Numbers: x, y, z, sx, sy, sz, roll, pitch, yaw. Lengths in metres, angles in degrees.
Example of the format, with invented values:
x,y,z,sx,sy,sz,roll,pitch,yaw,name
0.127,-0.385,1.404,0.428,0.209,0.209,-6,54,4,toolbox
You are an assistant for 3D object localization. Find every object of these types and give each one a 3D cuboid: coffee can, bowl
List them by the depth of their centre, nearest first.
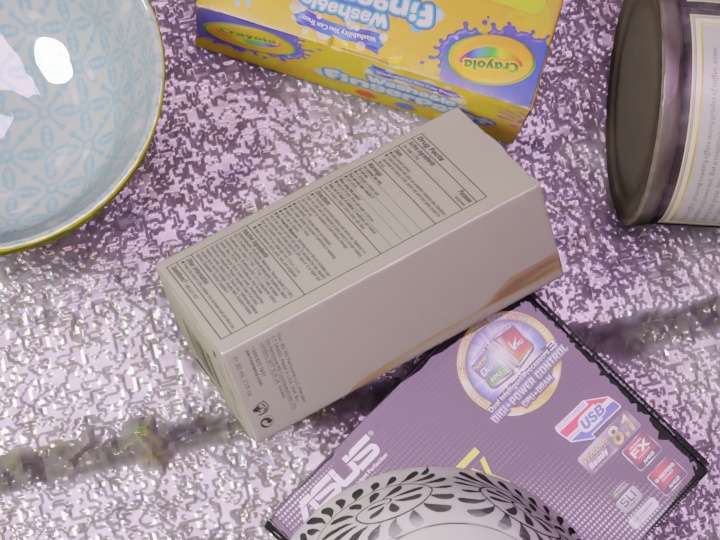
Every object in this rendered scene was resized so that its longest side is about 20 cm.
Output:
x,y,z,sx,sy,sz,roll,pitch,yaw,name
0.046,0.196,1.167,0.200,0.094,0.201,1,78,-4,bowl
-0.209,-0.095,1.241,0.200,0.108,0.200,1,78,-6,bowl
0.252,-0.093,1.270,0.200,0.146,0.147,3,77,-5,coffee can

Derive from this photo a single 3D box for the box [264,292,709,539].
x,y,z,sx,sy,sz,roll,pitch,yaw,name
0.071,0.127,1.255,0.160,0.044,0.200,45,77,4,box

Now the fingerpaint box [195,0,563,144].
x,y,z,sx,sy,sz,roll,pitch,yaw,name
0.022,-0.186,1.303,0.200,0.073,0.167,16,76,-1,fingerpaint box

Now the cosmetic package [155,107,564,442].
x,y,z,sx,sy,sz,roll,pitch,yaw,name
0.000,0.000,1.239,0.200,0.071,0.105,-27,39,-10,cosmetic package
